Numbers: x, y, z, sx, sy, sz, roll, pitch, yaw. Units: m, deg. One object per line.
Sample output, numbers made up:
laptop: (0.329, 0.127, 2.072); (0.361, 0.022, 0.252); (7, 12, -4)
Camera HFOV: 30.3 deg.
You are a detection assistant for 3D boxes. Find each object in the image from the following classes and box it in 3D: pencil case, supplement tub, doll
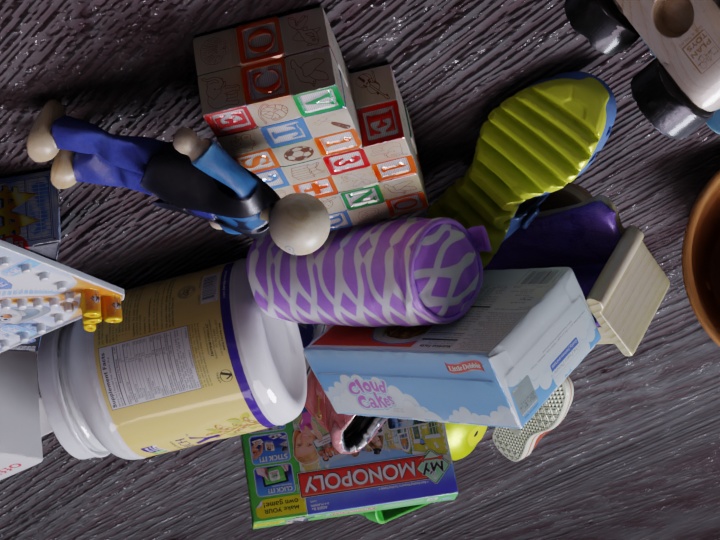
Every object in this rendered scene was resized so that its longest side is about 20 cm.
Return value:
pencil case: (0.000, 0.000, 1.021); (0.199, 0.084, 0.085); (3, -153, 45)
supplement tub: (-0.159, 0.080, 1.140); (0.199, 0.146, 0.145); (-15, 156, 11)
doll: (-0.111, -0.055, 0.864); (0.199, 0.049, 0.137); (17, 162, 16)

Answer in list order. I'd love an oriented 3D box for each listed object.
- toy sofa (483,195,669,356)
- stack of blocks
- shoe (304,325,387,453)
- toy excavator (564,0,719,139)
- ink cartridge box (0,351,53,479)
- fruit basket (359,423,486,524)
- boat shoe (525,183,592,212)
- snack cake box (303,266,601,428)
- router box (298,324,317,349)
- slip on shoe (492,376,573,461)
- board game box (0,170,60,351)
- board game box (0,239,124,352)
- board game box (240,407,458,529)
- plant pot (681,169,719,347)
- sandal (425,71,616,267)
toy sofa: (0.138, 0.012, 1.074); (0.199, 0.083, 0.098); (-7, 129, 49)
stack of blocks: (-0.027, -0.095, 0.901); (0.114, 0.059, 0.200); (-13, 156, 7)
shoe: (0.002, 0.075, 1.197); (0.071, 0.091, 0.201); (-12, 142, -36)
toy excavator: (0.249, -0.135, 0.805); (0.199, 0.195, 0.100); (-19, 160, -49)
ink cartridge box: (-0.377, 0.116, 1.157); (0.128, 0.126, 0.200); (-23, 154, 29)
fruit basket: (0.066, 0.184, 1.450); (0.214, 0.157, 0.216); (-3, 180, 0)
boat shoe: (0.164, -0.019, 1.161); (0.064, 0.071, 0.200); (-38, 165, -30)
snack cake box: (0.067, 0.057, 1.018); (0.199, 0.067, 0.115); (-2, -148, 48)
router box: (-0.098, 0.103, 1.338); (0.179, 0.049, 0.200); (-19, 155, 19)
slip on shoe: (0.213, 0.165, 1.604); (0.061, 0.074, 0.200); (-38, 162, -28)
board game box: (-0.305, -0.009, 0.984); (0.199, 0.062, 0.200); (6, 151, -32)
board game box: (-0.308, 0.033, 0.969); (0.199, 0.026, 0.200); (-22, 154, 25)
board game box: (-0.015, 0.168, 1.289); (0.199, 0.135, 0.029); (-7, 157, -9)
plant pot: (0.370, -0.005, 1.130); (0.199, 0.201, 0.140); (-13, 173, 8)
sandal: (0.124, -0.081, 0.998); (0.087, 0.080, 0.200); (-33, 171, -43)
